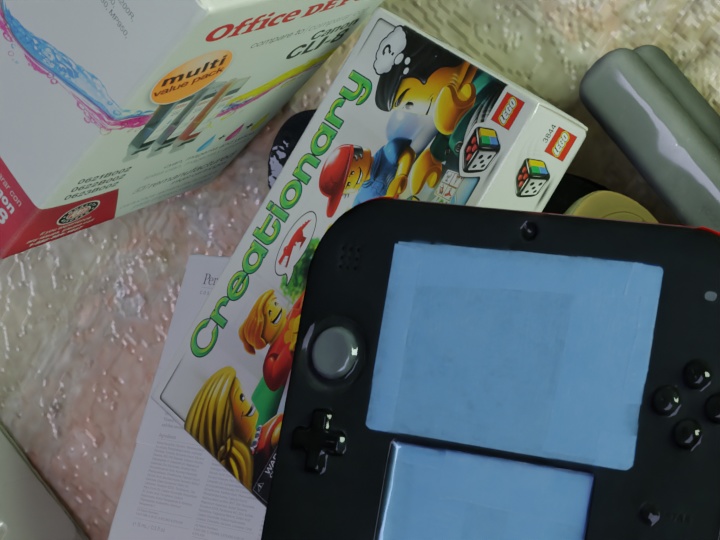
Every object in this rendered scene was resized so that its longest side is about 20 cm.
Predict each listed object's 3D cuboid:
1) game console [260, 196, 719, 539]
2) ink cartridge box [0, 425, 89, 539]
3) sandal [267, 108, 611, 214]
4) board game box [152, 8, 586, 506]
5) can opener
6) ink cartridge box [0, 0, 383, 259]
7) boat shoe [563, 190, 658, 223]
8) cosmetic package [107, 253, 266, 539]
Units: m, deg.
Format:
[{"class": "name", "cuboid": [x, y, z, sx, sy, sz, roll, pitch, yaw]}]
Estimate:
[{"class": "game console", "cuboid": [0.053, 0.066, 0.923, 0.199, 0.031, 0.178, 7, 80, 36]}, {"class": "ink cartridge box", "cuboid": [-0.259, 0.180, 1.271, 0.146, 0.147, 0.200, 51, 119, 14]}, {"class": "sandal", "cuboid": [0.038, -0.017, 1.113, 0.200, 0.048, 0.076, 18, 108, 27]}, {"class": "board game box", "cuboid": [0.000, 0.000, 1.044, 0.126, 0.035, 0.200, 36, 97, 51]}, {"class": "can opener", "cuboid": [0.156, -0.002, 1.043, 0.067, 0.053, 0.200, -46, 74, 28]}, {"class": "ink cartridge box", "cuboid": [-0.101, -0.130, 1.096, 0.145, 0.145, 0.200, 57, 135, 11]}, {"class": "boat shoe", "cuboid": [0.072, 0.061, 1.016, 0.063, 0.073, 0.201, -16, 54, 57]}, {"class": "cosmetic package", "cuboid": [-0.017, 0.075, 1.101, 0.200, 0.052, 0.151, 6, 78, 46]}]
